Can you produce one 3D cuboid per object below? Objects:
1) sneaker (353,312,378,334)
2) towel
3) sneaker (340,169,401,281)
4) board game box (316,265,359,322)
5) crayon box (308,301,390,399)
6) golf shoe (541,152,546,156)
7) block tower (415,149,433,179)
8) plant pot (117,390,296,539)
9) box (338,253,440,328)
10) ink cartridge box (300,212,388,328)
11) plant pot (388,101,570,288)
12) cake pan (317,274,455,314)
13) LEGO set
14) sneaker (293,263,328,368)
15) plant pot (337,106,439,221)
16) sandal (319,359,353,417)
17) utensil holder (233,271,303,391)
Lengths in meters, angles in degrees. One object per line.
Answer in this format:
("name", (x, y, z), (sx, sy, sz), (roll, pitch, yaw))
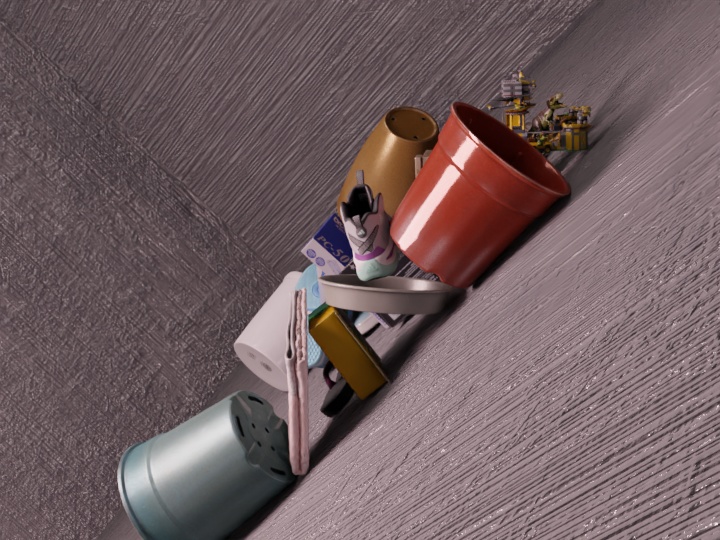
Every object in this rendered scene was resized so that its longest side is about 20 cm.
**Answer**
("sneaker", (0.028, 0.038, 1.985), (0.200, 0.082, 0.074), (-51, 6, -38))
("towel", (-0.088, 0.152, 1.496), (0.200, 0.032, 0.192), (-94, 4, -62))
("sneaker", (0.017, -0.084, 1.556), (0.077, 0.141, 0.200), (-15, 19, 8))
("board game box", (-0.019, 0.028, 1.984), (0.200, 0.041, 0.201), (-54, -35, -54))
("crayon box", (-0.020, 0.111, 1.539), (0.051, 0.126, 0.200), (-38, 5, 0))
("golf shoe", (0.231, -0.201, 1.814), (0.199, 0.079, 0.097), (-9, -7, -38))
("block tower", (0.187, -0.158, 1.654), (0.199, 0.054, 0.058), (0, 19, 12))
("plant pot", (-0.203, 0.281, 1.506), (0.196, 0.200, 0.200), (-37, 8, 19))
("box", (0.087, -0.028, 1.729), (0.200, 0.132, 0.115), (-44, 2, 27))
("ink cartridge box", (0.000, 0.000, 1.834), (0.044, 0.200, 0.094), (-45, 5, 39))
("plant pot", (0.151, -0.095, 1.477), (0.196, 0.200, 0.201), (-53, 2, 22))
("cake pan", (0.036, 0.034, 1.533), (0.200, 0.199, 0.037), (-116, 30, -85))
("LEGO set", (0.279, -0.249, 1.631), (0.153, 0.117, 0.200), (0, 14, 13))
("sneaker", (-0.077, 0.092, 2.018), (0.131, 0.079, 0.201), (38, -120, -69))
("plant pot", (0.066, -0.171, 1.810), (0.187, 0.186, 0.201), (-51, -17, -41))
("sandal", (-0.032, 0.164, 1.699), (0.075, 0.048, 0.201), (-45, 6, 18))
("utensil holder", (-0.147, 0.132, 2.266), (0.200, 0.170, 0.170), (-52, 7, -24))
